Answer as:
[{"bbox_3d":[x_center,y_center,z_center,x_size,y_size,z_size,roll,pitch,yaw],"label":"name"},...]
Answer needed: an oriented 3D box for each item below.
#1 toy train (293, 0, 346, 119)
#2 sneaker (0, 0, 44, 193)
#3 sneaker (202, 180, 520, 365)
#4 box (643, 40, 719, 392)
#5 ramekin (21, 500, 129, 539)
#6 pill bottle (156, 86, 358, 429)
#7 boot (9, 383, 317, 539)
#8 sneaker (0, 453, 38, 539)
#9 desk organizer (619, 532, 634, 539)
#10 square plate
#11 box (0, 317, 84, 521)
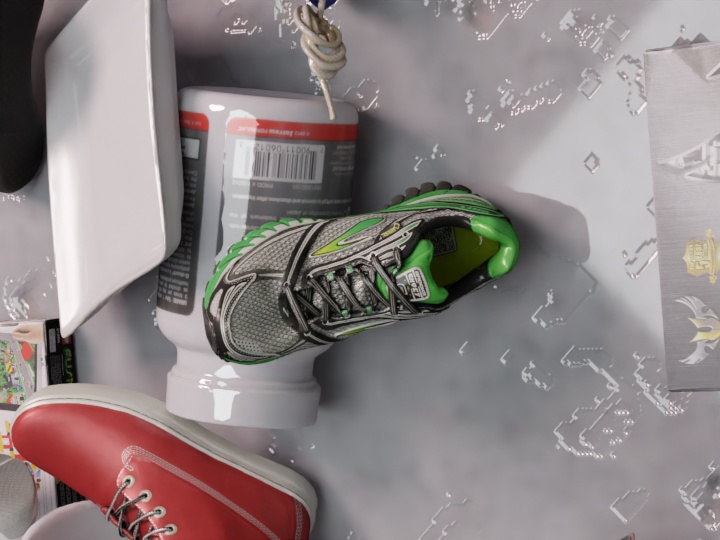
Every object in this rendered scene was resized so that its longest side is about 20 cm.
[{"bbox_3d":[0.007,-0.200,1.617,0.116,0.085,0.200,-22,73,13],"label":"toy train"},{"bbox_3d":[-0.263,-0.153,1.747,0.108,0.067,0.201,22,127,27],"label":"sneaker"},{"bbox_3d":[0.000,0.000,1.573,0.085,0.200,0.078,22,133,66],"label":"sneaker"},{"bbox_3d":[0.247,-0.034,1.528,0.158,0.048,0.200,-3,92,27],"label":"box"},{"bbox_3d":[-0.136,0.243,1.663,0.200,0.200,0.098,39,120,20],"label":"ramekin"},{"bbox_3d":[-0.066,-0.009,1.653,0.116,0.116,0.200,9,97,27],"label":"pill bottle"},{"bbox_3d":[-0.133,0.154,1.644,0.200,0.144,0.072,23,128,-1],"label":"boot"},{"bbox_3d":[-0.260,0.160,1.734,0.200,0.070,0.080,7,111,56],"label":"sneaker"},{"bbox_3d":[0.123,0.236,1.591,0.200,0.077,0.072,-37,42,40],"label":"desk organizer"},{"bbox_3d":[-0.152,-0.076,1.676,0.200,0.028,0.198,146,122,-61],"label":"square plate"},{"bbox_3d":[-0.239,0.133,1.797,0.110,0.035,0.200,-3,92,28],"label":"box"}]
